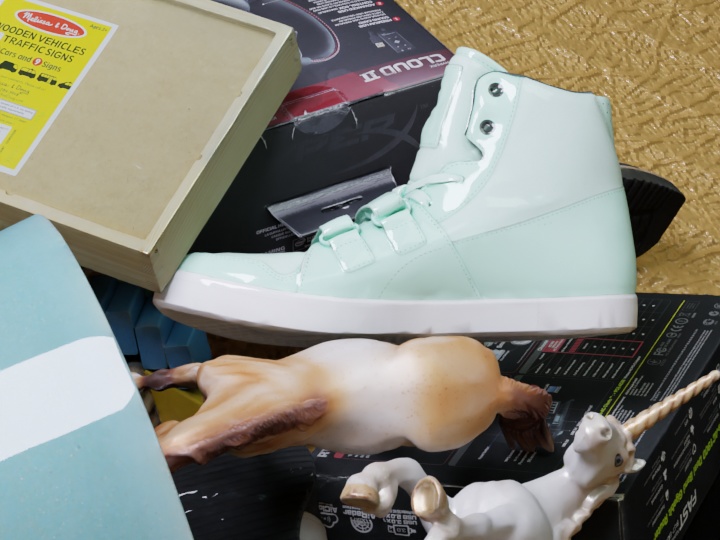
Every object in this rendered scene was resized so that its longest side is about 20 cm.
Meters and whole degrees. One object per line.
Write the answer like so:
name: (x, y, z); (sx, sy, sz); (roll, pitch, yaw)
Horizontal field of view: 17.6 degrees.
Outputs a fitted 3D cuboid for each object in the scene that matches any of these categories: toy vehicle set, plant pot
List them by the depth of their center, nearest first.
plant pot: (-0.150, 0.102, 0.785); (0.160, 0.201, 0.201); (-20, 55, -15)
toy vehicle set: (-0.139, -0.075, 0.955); (0.199, 0.027, 0.124); (20, 59, 20)

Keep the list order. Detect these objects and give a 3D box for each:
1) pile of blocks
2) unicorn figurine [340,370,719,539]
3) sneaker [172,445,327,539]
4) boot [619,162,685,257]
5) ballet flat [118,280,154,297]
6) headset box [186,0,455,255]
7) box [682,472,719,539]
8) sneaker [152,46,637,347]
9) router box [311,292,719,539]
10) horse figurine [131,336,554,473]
pile of blocks: (-0.124, 0.034, 0.981); (0.199, 0.082, 0.062); (28, 35, -8)
unicorn figurine: (0.053, 0.116, 0.857); (0.137, 0.074, 0.201); (25, 73, -51)
sneaker: (-0.040, 0.141, 0.915); (0.074, 0.089, 0.200); (-13, 33, -1)
boot: (0.069, -0.065, 1.263); (0.199, 0.078, 0.138); (0, 42, -39)
ballet flat: (-0.080, -0.028, 1.108); (0.067, 0.068, 0.200); (25, 37, -24)
headset box: (-0.050, -0.075, 1.044); (0.148, 0.075, 0.200); (-19, 38, -21)
box: (0.269, 0.097, 1.151); (0.199, 0.149, 0.125); (12, 39, -27)
sneaker: (0.013, -0.030, 0.948); (0.199, 0.074, 0.119); (-1, 85, -13)
router box: (0.079, 0.075, 1.041); (0.149, 0.062, 0.200); (3, 26, 25)
horse figurine: (-0.006, 0.052, 0.900); (0.199, 0.132, 0.050); (-1, 88, -18)
